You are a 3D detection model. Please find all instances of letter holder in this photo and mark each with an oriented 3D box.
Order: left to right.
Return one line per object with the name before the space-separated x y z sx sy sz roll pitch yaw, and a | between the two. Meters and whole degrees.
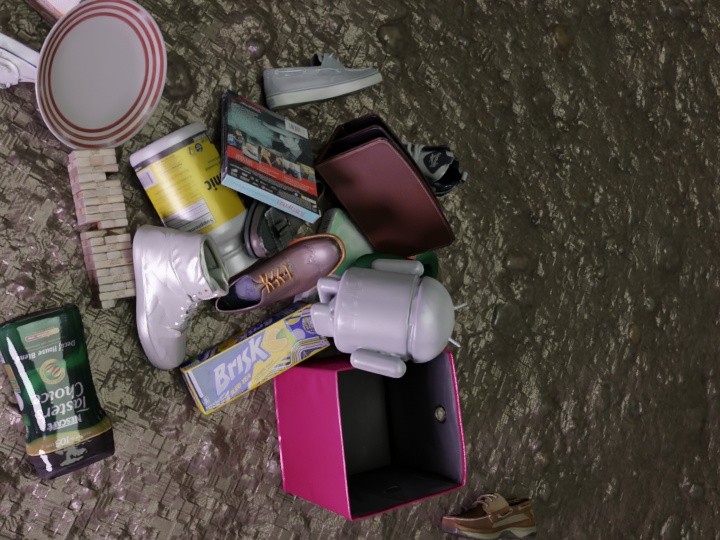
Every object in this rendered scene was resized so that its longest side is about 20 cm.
letter holder | 0.054 -0.128 1.197 0.200 0.141 0.101 52 44 -27

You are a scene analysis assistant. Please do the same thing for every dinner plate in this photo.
dinner plate | -0.331 -0.251 1.036 0.200 0.024 0.202 -40 144 -38

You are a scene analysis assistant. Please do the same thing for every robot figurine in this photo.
robot figurine | 0.037 0.059 1.062 0.198 0.113 0.171 6 62 9

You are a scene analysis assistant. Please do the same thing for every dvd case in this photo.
dvd case | -0.128 -0.163 1.138 0.145 0.022 0.201 22 39 -29

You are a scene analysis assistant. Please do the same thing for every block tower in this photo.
block tower | -0.334 -0.054 1.055 0.057 0.054 0.202 -9 92 -30

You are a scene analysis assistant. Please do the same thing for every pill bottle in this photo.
pill bottle | -0.217 -0.088 1.096 0.111 0.111 0.201 -33 104 -28

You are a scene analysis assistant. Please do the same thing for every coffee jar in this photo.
coffee jar | -0.375 0.149 0.999 0.104 0.085 0.202 -18 96 -31

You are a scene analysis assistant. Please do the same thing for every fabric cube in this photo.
fabric cube | 0.009 0.220 1.161 0.198 0.199 0.198 -6 89 -31

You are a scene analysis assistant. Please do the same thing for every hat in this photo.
hat | 0.000 0.000 1.219 0.175 0.200 0.166 33 80 21

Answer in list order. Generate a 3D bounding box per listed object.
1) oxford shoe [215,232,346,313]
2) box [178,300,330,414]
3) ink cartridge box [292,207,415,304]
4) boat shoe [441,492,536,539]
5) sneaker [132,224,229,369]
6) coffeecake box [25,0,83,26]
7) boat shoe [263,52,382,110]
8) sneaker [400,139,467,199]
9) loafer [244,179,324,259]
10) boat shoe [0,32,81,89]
oxford shoe | -0.109 0.012 1.106 0.072 0.199 0.073 60 19 -7
box | -0.148 0.119 1.132 0.199 0.064 0.071 -28 100 -18
ink cartridge box | 0.008 0.018 1.263 0.199 0.050 0.162 25 74 -25
boat shoe | 0.215 0.409 1.352 0.199 0.075 0.075 13 75 -38
sneaker | -0.226 0.043 1.052 0.074 0.114 0.202 -50 142 -61
coffeecake box | -0.328 -0.398 0.996 0.073 0.199 0.154 42 67 -21
boat shoe | -0.056 -0.296 1.231 0.199 0.070 0.072 -18 99 -28
sneaker | 0.083 -0.176 1.272 0.198 0.129 0.080 32 69 -26
loafer | -0.104 -0.084 1.134 0.200 0.062 0.072 -66 145 -57
boat shoe | -0.448 -0.260 0.999 0.199 0.074 0.066 25 95 -28
